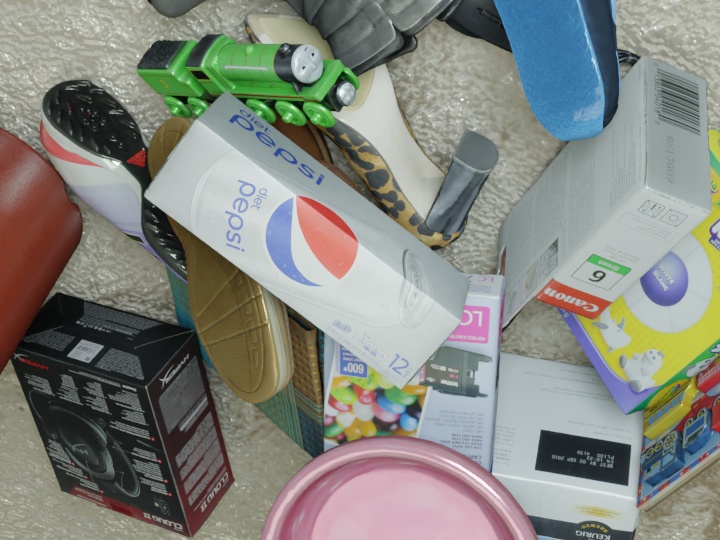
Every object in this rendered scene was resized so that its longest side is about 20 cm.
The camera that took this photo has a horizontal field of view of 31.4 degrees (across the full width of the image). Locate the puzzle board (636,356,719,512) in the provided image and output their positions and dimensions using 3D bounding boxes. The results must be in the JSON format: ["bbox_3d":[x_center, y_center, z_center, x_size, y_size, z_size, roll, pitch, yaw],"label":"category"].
[{"bbox_3d":[0.256,0.059,0.874,0.017,0.151,0.200,32,130,-11],"label":"puzzle board"}]

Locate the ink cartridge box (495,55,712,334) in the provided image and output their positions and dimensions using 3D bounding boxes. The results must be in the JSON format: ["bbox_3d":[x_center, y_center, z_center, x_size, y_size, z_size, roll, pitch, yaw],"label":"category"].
[{"bbox_3d":[0.153,-0.034,0.842,0.050,0.109,0.200,19,143,-13],"label":"ink cartridge box"}]

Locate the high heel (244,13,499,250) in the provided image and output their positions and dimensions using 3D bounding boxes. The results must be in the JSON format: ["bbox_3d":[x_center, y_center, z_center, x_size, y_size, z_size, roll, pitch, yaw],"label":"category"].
[{"bbox_3d":[-0.007,-0.090,0.897,0.200,0.072,0.143,34,153,5],"label":"high heel"}]

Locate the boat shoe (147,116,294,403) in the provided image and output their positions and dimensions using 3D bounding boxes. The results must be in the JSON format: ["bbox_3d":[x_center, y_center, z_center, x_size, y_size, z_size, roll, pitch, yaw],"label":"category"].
[{"bbox_3d":[-0.078,-0.011,0.863,0.074,0.069,0.201,-27,77,39],"label":"boat shoe"}]

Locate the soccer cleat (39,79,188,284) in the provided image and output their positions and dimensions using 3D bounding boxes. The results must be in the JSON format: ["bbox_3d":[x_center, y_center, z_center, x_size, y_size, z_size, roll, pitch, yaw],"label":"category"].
[{"bbox_3d":[-0.159,-0.052,0.936,0.200,0.068,0.073,44,147,10],"label":"soccer cleat"}]

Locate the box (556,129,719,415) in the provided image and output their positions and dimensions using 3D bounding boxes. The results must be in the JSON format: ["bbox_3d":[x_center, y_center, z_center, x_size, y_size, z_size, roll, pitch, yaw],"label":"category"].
[{"bbox_3d":[0.222,-0.004,0.861,0.200,0.048,0.118,-49,62,37],"label":"box"}]

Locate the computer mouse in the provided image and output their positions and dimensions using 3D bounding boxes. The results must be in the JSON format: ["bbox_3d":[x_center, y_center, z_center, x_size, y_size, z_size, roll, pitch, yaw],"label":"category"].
[{"bbox_3d":[0.121,-0.143,0.825,0.199,0.034,0.059,32,129,-11],"label":"computer mouse"}]

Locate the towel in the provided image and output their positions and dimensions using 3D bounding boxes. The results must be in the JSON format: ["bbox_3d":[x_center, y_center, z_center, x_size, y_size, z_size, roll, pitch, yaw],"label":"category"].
[{"bbox_3d":[-0.086,0.048,0.977,0.200,0.022,0.147,35,144,39],"label":"towel"}]

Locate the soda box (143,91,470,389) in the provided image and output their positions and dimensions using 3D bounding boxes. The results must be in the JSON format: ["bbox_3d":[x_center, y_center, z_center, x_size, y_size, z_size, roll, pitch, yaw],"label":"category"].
[{"bbox_3d":[-0.029,-0.019,0.790,0.200,0.068,0.064,38,114,-5],"label":"soda box"}]

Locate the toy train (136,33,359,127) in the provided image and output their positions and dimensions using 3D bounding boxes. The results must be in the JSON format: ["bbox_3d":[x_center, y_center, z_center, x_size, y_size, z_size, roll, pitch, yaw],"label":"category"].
[{"bbox_3d":[-0.077,-0.124,0.821,0.199,0.042,0.056,10,151,50],"label":"toy train"}]

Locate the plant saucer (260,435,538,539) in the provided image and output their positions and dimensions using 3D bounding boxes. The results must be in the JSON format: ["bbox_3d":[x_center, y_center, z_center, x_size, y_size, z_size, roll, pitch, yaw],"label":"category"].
[{"bbox_3d":[0.031,0.205,0.872,0.199,0.051,0.202,3,102,16],"label":"plant saucer"}]

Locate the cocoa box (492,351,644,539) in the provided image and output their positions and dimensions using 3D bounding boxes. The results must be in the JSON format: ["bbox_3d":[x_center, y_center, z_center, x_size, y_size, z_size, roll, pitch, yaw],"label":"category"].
[{"bbox_3d":[0.117,0.157,1.007,0.199,0.134,0.132,9,131,9],"label":"cocoa box"}]

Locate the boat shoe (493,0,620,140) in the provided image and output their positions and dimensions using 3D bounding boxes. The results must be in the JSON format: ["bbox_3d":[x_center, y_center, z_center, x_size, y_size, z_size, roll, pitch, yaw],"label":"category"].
[{"bbox_3d":[0.110,-0.179,0.766,0.084,0.069,0.201,-2,104,29],"label":"boat shoe"}]

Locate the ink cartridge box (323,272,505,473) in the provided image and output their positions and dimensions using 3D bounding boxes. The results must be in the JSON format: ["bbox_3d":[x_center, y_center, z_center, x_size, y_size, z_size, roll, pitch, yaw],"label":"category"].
[{"bbox_3d":[0.035,0.094,0.887,0.119,0.042,0.201,5,118,9],"label":"ink cartridge box"}]

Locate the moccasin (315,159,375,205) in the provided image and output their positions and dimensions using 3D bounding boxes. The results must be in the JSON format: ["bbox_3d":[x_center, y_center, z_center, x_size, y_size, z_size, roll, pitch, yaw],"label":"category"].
[{"bbox_3d":[-0.001,0.001,0.927,0.078,0.074,0.202,31,152,42],"label":"moccasin"}]

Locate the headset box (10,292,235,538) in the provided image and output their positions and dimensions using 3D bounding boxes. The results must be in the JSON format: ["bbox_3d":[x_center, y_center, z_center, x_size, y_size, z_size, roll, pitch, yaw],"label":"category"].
[{"bbox_3d":[-0.200,0.131,1.098,0.148,0.077,0.201,13,134,27],"label":"headset box"}]

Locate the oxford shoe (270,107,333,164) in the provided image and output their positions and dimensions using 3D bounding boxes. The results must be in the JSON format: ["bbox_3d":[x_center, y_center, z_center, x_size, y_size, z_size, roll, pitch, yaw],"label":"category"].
[{"bbox_3d":[-0.058,-0.040,0.940,0.071,0.071,0.201,4,128,15],"label":"oxford shoe"}]

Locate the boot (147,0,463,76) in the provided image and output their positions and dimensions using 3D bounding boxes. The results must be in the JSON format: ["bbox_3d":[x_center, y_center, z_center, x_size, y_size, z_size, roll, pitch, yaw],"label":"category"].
[{"bbox_3d":[-0.038,-0.172,0.802,0.199,0.070,0.132,-24,102,33],"label":"boot"}]

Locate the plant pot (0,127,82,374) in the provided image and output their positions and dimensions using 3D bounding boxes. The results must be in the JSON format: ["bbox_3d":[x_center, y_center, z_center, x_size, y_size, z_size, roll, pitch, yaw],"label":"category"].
[{"bbox_3d":[-0.317,0.002,0.950,0.200,0.196,0.201,18,142,15],"label":"plant pot"}]
